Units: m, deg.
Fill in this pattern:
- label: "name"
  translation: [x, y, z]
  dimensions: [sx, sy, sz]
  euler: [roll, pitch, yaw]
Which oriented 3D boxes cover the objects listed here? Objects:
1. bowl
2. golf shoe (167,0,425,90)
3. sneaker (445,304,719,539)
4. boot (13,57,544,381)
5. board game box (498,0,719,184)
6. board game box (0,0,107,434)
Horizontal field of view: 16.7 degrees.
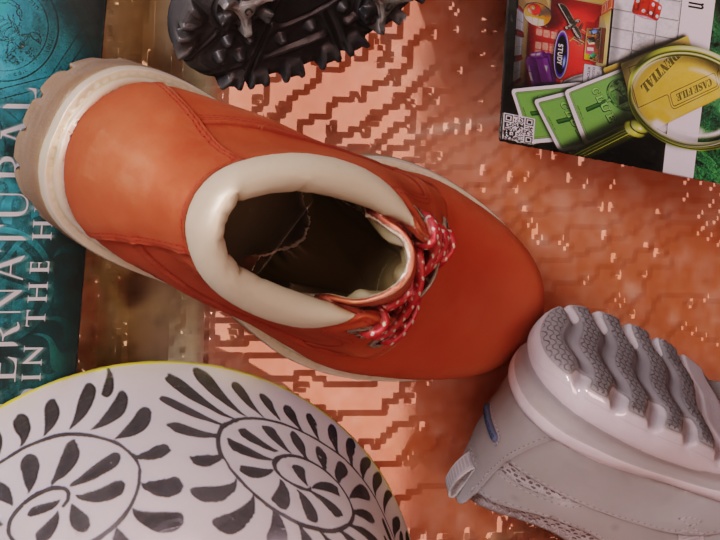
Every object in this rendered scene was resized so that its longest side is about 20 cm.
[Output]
- label: "bowl"
  translation: [-0.056, 0.137, 0.757]
  dimensions: [0.200, 0.094, 0.201]
  euler: [-7, 109, -21]
- label: "golf shoe"
  translation: [0.000, -0.147, 0.769]
  dimensions: [0.200, 0.094, 0.078]
  euler: [-50, 141, -2]
- label: "sneaker"
  translation: [0.119, 0.083, 0.841]
  dimensions: [0.200, 0.075, 0.082]
  euler: [30, 122, -20]
- label: "boot"
  translation: [0.000, 0.000, 0.752]
  dimensions: [0.200, 0.107, 0.075]
  euler: [19, 92, -40]
- label: "board game box"
  translation: [0.098, -0.114, 0.740]
  dimensions: [0.105, 0.023, 0.200]
  euler: [10, 131, 12]
- label: "board game box"
  translation: [-0.151, 0.000, 0.744]
  dimensions: [0.135, 0.028, 0.200]
  euler: [-1, 107, -22]
